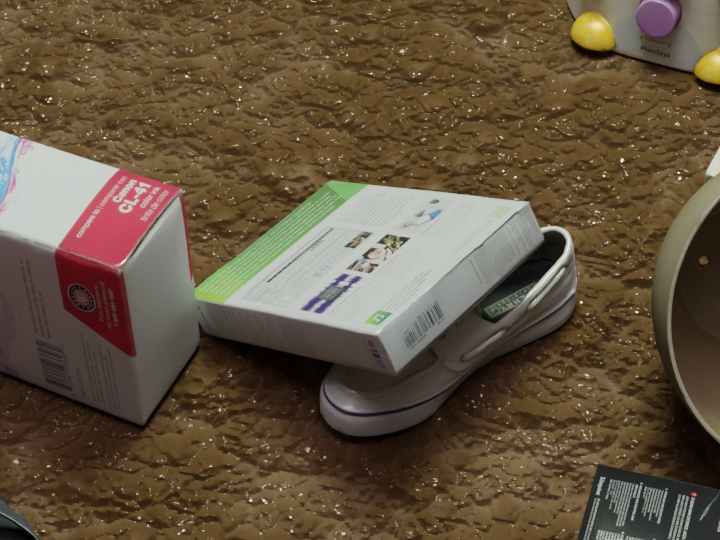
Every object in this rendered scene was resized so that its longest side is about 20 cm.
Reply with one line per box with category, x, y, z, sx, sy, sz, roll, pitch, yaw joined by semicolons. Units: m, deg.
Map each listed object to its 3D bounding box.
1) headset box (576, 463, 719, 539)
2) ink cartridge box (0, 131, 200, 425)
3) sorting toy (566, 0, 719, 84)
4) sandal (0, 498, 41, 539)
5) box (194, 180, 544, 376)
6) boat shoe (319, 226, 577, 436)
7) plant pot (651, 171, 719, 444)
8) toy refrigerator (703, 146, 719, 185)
headset box;0.210;0.204;1.093;0.199;0.075;0.149;11;49;12
ink cartridge box;-0.210;-0.005;1.258;0.199;0.148;0.086;20;51;19
sorting toy;0.231;-0.245;1.438;0.199;0.181;0.107;17;50;18
sandal;-0.221;0.166;1.171;0.200;0.043;0.076;26;53;24
box;0.000;0.000;1.263;0.144;0.036;0.200;-40;30;-28
boat shoe;0.059;0.034;1.265;0.199;0.066;0.072;-25;51;-20
plant pot;0.260;0.013;1.215;0.199;0.201;0.134;-13;12;-9
toy refrigerator;0.333;-0.038;1.317;0.199;0.070;0.076;20;51;20
